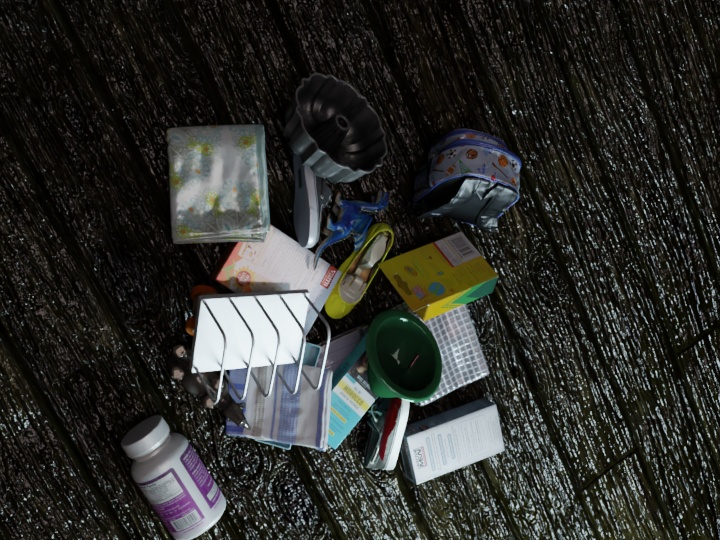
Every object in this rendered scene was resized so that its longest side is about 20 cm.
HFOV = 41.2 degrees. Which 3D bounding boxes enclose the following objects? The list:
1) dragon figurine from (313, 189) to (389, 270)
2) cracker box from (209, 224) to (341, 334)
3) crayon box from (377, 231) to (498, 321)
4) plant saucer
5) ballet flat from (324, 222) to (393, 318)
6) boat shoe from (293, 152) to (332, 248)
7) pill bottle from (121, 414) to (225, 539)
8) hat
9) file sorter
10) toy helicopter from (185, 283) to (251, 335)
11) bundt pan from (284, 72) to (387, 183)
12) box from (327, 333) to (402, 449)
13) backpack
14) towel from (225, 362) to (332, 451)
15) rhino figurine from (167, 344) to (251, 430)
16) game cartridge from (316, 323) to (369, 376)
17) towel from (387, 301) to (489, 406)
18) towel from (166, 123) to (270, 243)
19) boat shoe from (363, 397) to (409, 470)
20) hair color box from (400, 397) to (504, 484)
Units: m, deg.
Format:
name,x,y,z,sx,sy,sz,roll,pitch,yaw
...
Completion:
name,x,y,z,sx,sy,sz,roll,pitch,yaw
dragon figurine,-0.014,-0.078,1.718,0.098,0.059,0.202,23,56,-1
cracker box,-0.150,0.008,1.709,0.199,0.058,0.135,34,83,-19
crayon box,0.139,0.013,1.766,0.197,0.128,0.051,-19,145,-27
plant saucer,-0.132,0.220,1.727,0.069,0.019,0.203,16,100,-8
ballet flat,0.000,0.000,1.759,0.066,0.067,0.202,34,84,-18
boat shoe,-0.080,-0.139,1.701,0.065,0.070,0.204,3,74,-28
pill bottle,-0.326,0.355,1.656,0.111,0.112,0.202,-33,106,-14
hat,0.036,0.197,1.736,0.164,0.176,0.202,27,49,-19
file sorter,-0.162,0.127,1.578,0.197,0.125,0.141,-3,120,-30
toy helicopter,-0.200,0.085,1.672,0.199,0.131,0.080,31,52,-38
bundt pan,-0.051,-0.239,1.670,0.200,0.076,0.205,23,50,-30
box,-0.016,0.220,1.755,0.082,0.049,0.201,43,81,-19
backpack,0.204,-0.167,1.751,0.197,0.190,0.157,9,77,-21
towel,-0.146,0.235,1.701,0.196,0.024,0.150,7,96,13
rhino figurine,-0.259,0.206,1.664,0.200,0.087,0.060,45,80,-9
game cartridge,-0.056,0.197,1.780,0.197,0.038,0.132,-22,107,-17
towel,0.144,0.143,1.820,0.164,0.085,0.203,-26,105,-15
towel,-0.241,-0.146,1.630,0.168,0.048,0.204,-3,86,-7
boat shoe,0.047,0.282,1.798,0.062,0.071,0.204,5,105,-17
hair color box,0.176,0.331,1.868,0.197,0.060,0.101,-17,102,-19
